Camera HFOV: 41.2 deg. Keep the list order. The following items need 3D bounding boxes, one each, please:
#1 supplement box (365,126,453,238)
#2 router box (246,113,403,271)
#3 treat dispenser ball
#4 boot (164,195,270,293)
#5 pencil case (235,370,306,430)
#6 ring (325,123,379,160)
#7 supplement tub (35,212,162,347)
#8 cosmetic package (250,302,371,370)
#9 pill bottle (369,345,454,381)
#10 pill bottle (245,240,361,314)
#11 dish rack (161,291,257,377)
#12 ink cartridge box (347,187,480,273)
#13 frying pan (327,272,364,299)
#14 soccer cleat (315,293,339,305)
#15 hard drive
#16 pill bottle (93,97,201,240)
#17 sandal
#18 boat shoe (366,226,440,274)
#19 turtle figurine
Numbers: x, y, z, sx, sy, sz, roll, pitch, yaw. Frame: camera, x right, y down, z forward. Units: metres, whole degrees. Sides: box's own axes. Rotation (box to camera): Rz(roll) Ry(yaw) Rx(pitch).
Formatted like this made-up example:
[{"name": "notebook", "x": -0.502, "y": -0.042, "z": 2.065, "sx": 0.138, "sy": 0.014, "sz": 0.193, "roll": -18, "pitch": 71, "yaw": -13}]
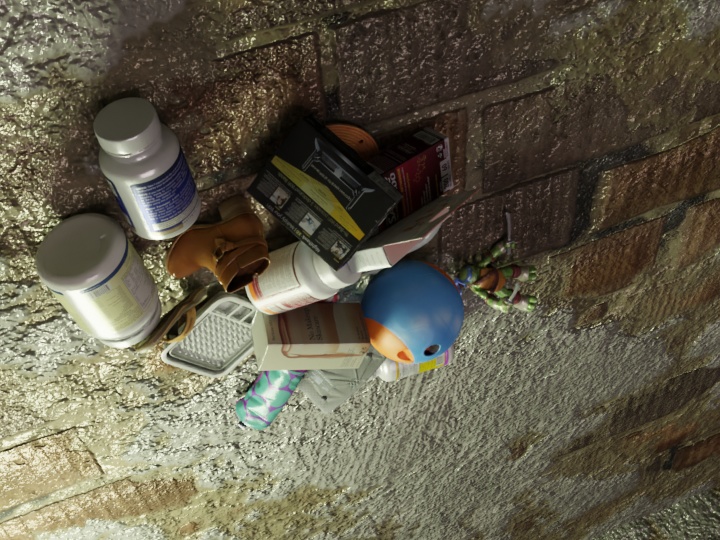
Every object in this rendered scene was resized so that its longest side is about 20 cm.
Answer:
[{"name": "supplement box", "x": 0.062, "y": -0.149, "z": 1.619, "sx": 0.200, "sy": 0.061, "sz": 0.109, "roll": -32, "pitch": 133, "yaw": -23}, {"name": "router box", "x": -0.057, "y": -0.122, "z": 1.517, "sx": 0.157, "sy": 0.200, "sz": 0.052, "roll": -48, "pitch": 179, "yaw": 23}, {"name": "treat dispenser ball", "x": 0.100, "y": 0.080, "z": 1.852, "sx": 0.201, "sy": 0.201, "sz": 0.201, "roll": -16, "pitch": 141, "yaw": -13}, {"name": "boot", "x": -0.238, "y": -0.016, "z": 1.582, "sx": 0.200, "sy": 0.155, "sz": 0.074, "roll": -42, "pitch": 140, "yaw": 19}, {"name": "pencil case", "x": -0.186, "y": 0.239, "z": 1.963, "sx": 0.092, "sy": 0.085, "sz": 0.200, "roll": 30, "pitch": 121, "yaw": -7}, {"name": "ring", "x": -0.063, "y": -0.170, "z": 1.618, "sx": 0.200, "sy": 0.019, "sz": 0.201, "roll": -15, "pitch": 140, "yaw": -13}, {"name": "supplement tub", "x": -0.412, "y": 0.020, "z": 1.531, "sx": 0.145, "sy": 0.145, "sz": 0.200, "roll": -24, "pitch": 142, "yaw": -4}, {"name": "cosmetic package", "x": -0.094, "y": 0.121, "z": 1.776, "sx": 0.200, "sy": 0.103, "sz": 0.087, "roll": -1, "pitch": 141, "yaw": -22}, {"name": "pill bottle", "x": 0.090, "y": 0.174, "z": 2.032, "sx": 0.200, "sy": 0.104, "sz": 0.104, "roll": -14, "pitch": 141, "yaw": -15}, {"name": "pill bottle", "x": -0.099, "y": 0.004, "z": 1.663, "sx": 0.200, "sy": 0.110, "sz": 0.110, "roll": -18, "pitch": 152, "yaw": 38}, {"name": "dish rack", "x": -0.265, "y": 0.116, "z": 1.810, "sx": 0.200, "sy": 0.044, "sz": 0.172, "roll": -42, "pitch": 140, "yaw": 19}, {"name": "ink cartridge box", "x": 0.095, "y": -0.068, "z": 1.606, "sx": 0.200, "sy": 0.173, "sz": 0.044, "roll": -40, "pitch": 112, "yaw": -43}, {"name": "frying pan", "x": -0.014, "y": 0.010, "z": 1.687, "sx": 0.115, "sy": 0.031, "sz": 0.190, "roll": -36, "pitch": 180, "yaw": -6}, {"name": "soccer cleat", "x": -0.087, "y": 0.068, "z": 1.840, "sx": 0.076, "sy": 0.067, "sz": 0.200, "roll": -20, "pitch": 146, "yaw": -16}, {"name": "hard drive", "x": -0.048, "y": 0.190, "z": 1.963, "sx": 0.200, "sy": 0.135, "sz": 0.042, "roll": -46, "pitch": -179, "yaw": 26}, {"name": "pill bottle", "x": -0.316, "y": -0.151, "z": 1.411, "sx": 0.120, "sy": 0.120, "sz": 0.200, "roll": -21, "pitch": 142, "yaw": -8}, {"name": "sandal", "x": -0.314, "y": 0.091, "z": 1.652, "sx": 0.080, "sy": 0.054, "sz": 0.200, "roll": -33, "pitch": -172, "yaw": 29}, {"name": "boat shoe", "x": 0.057, "y": -0.068, "z": 1.759, "sx": 0.200, "sy": 0.071, "sz": 0.091, "roll": -37, "pitch": 145, "yaw": 16}, {"name": "turtle figurine", "x": 0.308, "y": 0.015, "z": 1.945, "sx": 0.194, "sy": 0.144, "sz": 0.200, "roll": 15, "pitch": 130, "yaw": -45}]
